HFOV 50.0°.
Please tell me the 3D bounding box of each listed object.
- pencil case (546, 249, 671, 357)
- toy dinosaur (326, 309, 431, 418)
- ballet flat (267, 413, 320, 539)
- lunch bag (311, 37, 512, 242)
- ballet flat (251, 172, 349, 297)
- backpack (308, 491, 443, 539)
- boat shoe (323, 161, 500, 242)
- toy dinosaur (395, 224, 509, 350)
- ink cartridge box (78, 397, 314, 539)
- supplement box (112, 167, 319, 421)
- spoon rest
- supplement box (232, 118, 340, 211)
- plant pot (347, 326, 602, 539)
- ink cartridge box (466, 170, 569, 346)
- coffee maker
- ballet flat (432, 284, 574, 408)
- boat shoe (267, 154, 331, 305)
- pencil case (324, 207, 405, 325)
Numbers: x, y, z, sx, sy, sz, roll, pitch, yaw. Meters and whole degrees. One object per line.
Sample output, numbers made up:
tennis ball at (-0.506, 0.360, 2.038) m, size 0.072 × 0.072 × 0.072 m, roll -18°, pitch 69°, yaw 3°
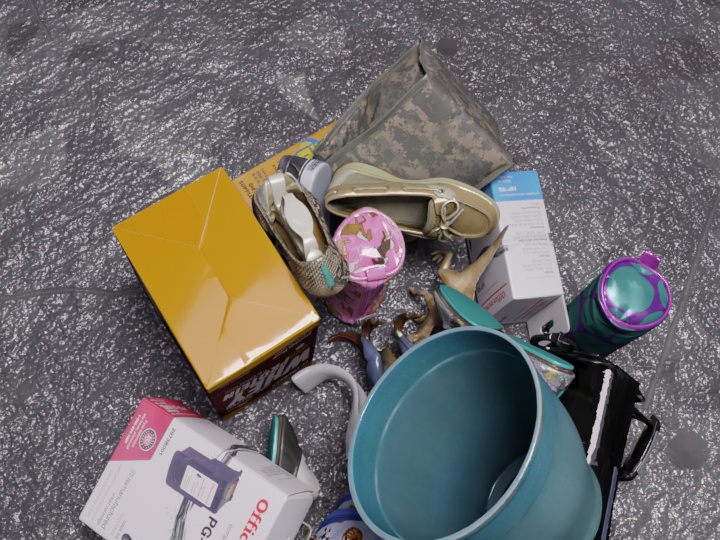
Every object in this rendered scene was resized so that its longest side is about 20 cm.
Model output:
pencil case at (0.283, 0.052, 0.899) m, size 0.085 × 0.200 × 0.093 m, roll 36°, pitch 73°, yaw 7°
toy dinosaur at (0.058, 0.140, 0.882) m, size 0.104 × 0.200 × 0.184 m, roll -5°, pitch 78°, yaw -27°
ballet flat at (-0.085, 0.267, 0.870) m, size 0.067 × 0.068 × 0.203 m, roll 13°, pitch 81°, yaw -11°
lunch bag at (0.056, -0.142, 0.936) m, size 0.163 × 0.199 × 0.118 m, roll 37°, pitch 30°, yaw -28°
ballet flat at (-0.069, -0.056, 0.801) m, size 0.067 × 0.076 × 0.201 m, roll -28°, pitch 47°, yaw -7°
backpack at (0.025, 0.318, 0.793) m, size 0.197 × 0.191 × 0.156 m, roll 11°, pitch 57°, yaw -1°
boat shoe at (0.058, -0.069, 0.876) m, size 0.198 × 0.074 × 0.063 m, roll 17°, pitch 41°, yaw 3°
toy dinosaur at (0.117, 0.019, 0.942) m, size 0.058 × 0.101 × 0.201 m, roll 33°, pitch 104°, yaw -27°
ink cartridge box at (-0.170, 0.248, 0.813) m, size 0.198 × 0.084 × 0.146 m, roll 27°, pitch 87°, yaw 20°
supplement box at (-0.155, 0.036, 0.864) m, size 0.132 × 0.200 × 0.198 m, roll -31°, pitch 77°, yaw -15°
spoon rest at (-0.003, 0.172, 0.864) m, size 0.061 × 0.100 × 0.200 m, roll -41°, pitch 51°, yaw -4°
supplement box at (-0.083, -0.118, 0.994) m, size 0.199 × 0.069 × 0.067 m, roll -33°, pitch 78°, yaw -18°
plant pot at (0.121, 0.186, 0.711) m, size 0.188 × 0.199 × 0.202 m, roll 42°, pitch 67°, yaw -35°
ink cartridge box at (0.187, -0.007, 0.952) m, size 0.066 × 0.116 × 0.203 m, roll -3°, pitch 71°, yaw -12°
coffee maker at (0.221, 0.200, 0.860) m, size 0.191 × 0.134 × 0.202 m, roll 29°, pitch 69°, yaw -25°
ballet flat at (0.135, 0.085, 0.823) m, size 0.072 × 0.073 × 0.200 m, roll -38°, pitch 42°, yaw -15°
boat shoe at (-0.082, -0.038, 0.929) m, size 0.067 × 0.202 × 0.074 m, roll 16°, pitch 30°, yaw 22°
pencil case at (0.000, 0.000, 0.891) m, size 0.086 × 0.200 × 0.083 m, roll 41°, pitch 73°, yaw 8°
